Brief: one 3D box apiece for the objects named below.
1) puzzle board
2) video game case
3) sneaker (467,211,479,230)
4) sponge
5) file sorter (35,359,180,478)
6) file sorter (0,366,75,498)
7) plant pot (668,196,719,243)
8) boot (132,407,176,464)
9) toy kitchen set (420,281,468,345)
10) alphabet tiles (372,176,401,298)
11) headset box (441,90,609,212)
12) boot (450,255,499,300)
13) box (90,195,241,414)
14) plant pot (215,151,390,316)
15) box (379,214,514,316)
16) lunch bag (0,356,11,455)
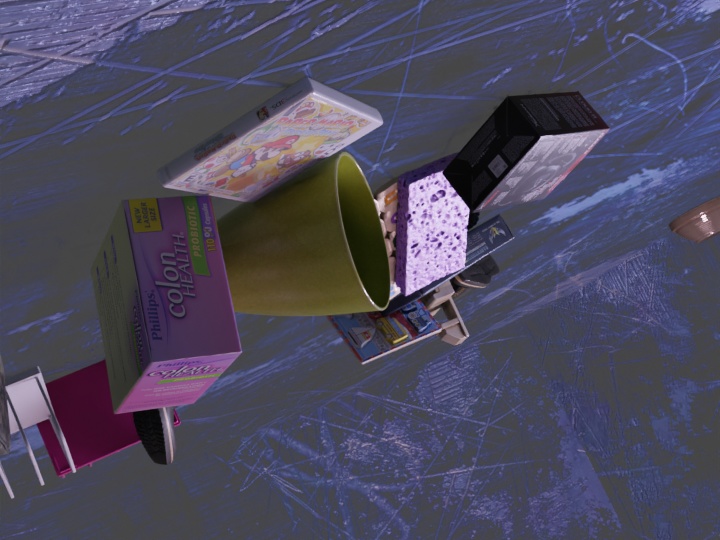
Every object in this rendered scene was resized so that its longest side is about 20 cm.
[{"bbox_3d":[0.019,0.057,1.887,0.151,0.200,0.017,-21,139,-20],"label":"puzzle board"},{"bbox_3d":[-0.087,-0.128,1.182,0.182,0.023,0.200,-30,168,18],"label":"video game case"},{"bbox_3d":[0.093,-0.053,1.810,0.200,0.078,0.086,-20,171,-27],"label":"sneaker"},{"bbox_3d":[0.102,-0.065,1.613,0.111,0.030,0.200,-23,135,-25],"label":"sponge"},{"bbox_3d":[-0.408,0.228,1.820,0.200,0.139,0.125,-22,170,-17],"label":"file sorter"},{"bbox_3d":[-0.523,0.254,1.628,0.200,0.125,0.139,-22,151,-18],"label":"file sorter"},{"bbox_3d":[1.054,-0.145,3.513,0.201,0.093,0.201,-24,168,-5],"label":"plant pot"},{"bbox_3d":[-0.279,0.184,1.761,0.077,0.200,0.138,0,-167,44],"label":"boot"},{"bbox_3d":[0.098,0.102,2.308,0.180,0.163,0.200,-23,168,-14],"label":"toy kitchen set"},{"bbox_3d":[0.040,-0.040,1.614,0.195,0.015,0.200,-35,140,-13],"label":"alphabet tiles"},{"bbox_3d":[0.228,-0.161,1.536,0.200,0.077,0.149,-15,153,-48],"label":"headset box"},{"bbox_3d":[0.198,0.032,2.361,0.138,0.078,0.200,-37,166,23],"label":"boot"},{"bbox_3d":[-0.215,0.040,1.234,0.097,0.176,0.200,-5,161,-24],"label":"box"},{"bbox_3d":[-0.088,-0.023,1.340,0.200,0.187,0.187,-14,172,15],"label":"plant pot"},{"bbox_3d":[0.128,-0.007,1.832,0.200,0.051,0.158,-31,178,-27],"label":"box"},{"bbox_3d":[-0.490,0.148,1.294,0.167,0.140,0.200,-6,164,-14],"label":"lunch bag"}]
